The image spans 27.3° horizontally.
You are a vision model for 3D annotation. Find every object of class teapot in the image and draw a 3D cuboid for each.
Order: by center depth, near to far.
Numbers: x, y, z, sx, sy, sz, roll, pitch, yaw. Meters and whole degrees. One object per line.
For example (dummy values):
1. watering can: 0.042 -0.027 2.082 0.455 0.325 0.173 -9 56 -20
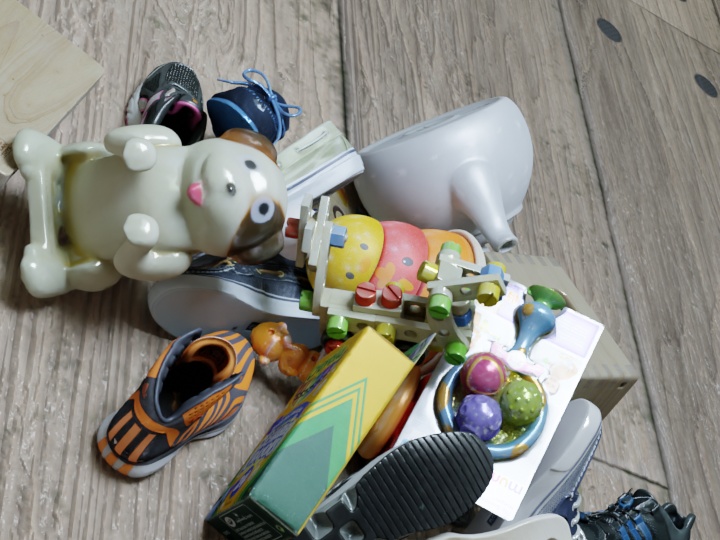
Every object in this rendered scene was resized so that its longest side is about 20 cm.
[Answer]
1. teapot: 0.093 -0.079 1.498 0.200 0.197 0.146 -34 106 -53

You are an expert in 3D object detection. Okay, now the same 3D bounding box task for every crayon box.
1. crayon box: -0.033 0.124 1.172 0.052 0.126 0.200 40 63 -5

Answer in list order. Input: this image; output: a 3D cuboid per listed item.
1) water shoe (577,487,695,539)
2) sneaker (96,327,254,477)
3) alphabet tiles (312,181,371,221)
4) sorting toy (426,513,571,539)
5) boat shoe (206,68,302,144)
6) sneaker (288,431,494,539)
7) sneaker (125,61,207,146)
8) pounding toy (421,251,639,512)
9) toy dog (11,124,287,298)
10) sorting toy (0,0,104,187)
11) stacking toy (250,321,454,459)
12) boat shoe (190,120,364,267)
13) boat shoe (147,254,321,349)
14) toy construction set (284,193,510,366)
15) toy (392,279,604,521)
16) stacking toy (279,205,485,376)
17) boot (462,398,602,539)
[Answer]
1. water shoe: 0.242 0.239 1.404 0.200 0.079 0.071 20 1 -44
2. sneaker: -0.122 0.086 1.199 0.078 0.112 0.200 43 34 0
3. alphabet tiles: -0.002 -0.043 1.487 0.166 0.006 0.200 47 30 -33
4. sorting toy: 0.131 0.288 1.189 0.180 0.107 0.200 -28 74 -26
5. boat shoe: -0.103 -0.151 1.404 0.084 0.069 0.200 53 -8 -8
6. sneaker: 0.010 0.185 1.176 0.074 0.200 0.089 62 -6 -4
7. sneaker: -0.173 -0.138 1.401 0.080 0.086 0.200 28 38 -23
8. pounding toy: 0.164 0.120 1.404 0.142 0.184 0.200 3 43 -41
9. toy dog: -0.157 -0.046 1.219 0.194 0.199 0.140 33 52 -63
10. sorting toy: -0.353 -0.168 1.273 0.199 0.070 0.200 37 36 -8
11. stacking toy: -0.010 0.105 1.304 0.200 0.110 0.116 30 59 -4
12. boat shoe: -0.090 -0.070 1.367 0.200 0.072 0.062 -31 85 -24
13. boat shoe: -0.114 0.014 1.325 0.200 0.071 0.091 15 43 -44
14. toy construction set: 0.022 0.016 1.241 0.200 0.131 0.092 21 53 13
15. toy: 0.120 0.095 1.252 0.115 0.047 0.200 26 62 8
16. stacking toy: 0.000 0.000 1.340 0.200 0.146 0.146 24 40 -26
17. boot: 0.166 0.212 1.299 0.090 0.200 0.073 34 8 -19
